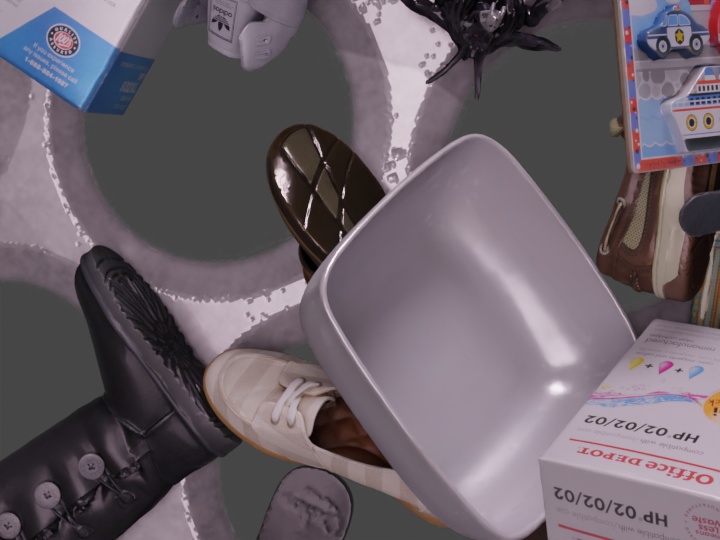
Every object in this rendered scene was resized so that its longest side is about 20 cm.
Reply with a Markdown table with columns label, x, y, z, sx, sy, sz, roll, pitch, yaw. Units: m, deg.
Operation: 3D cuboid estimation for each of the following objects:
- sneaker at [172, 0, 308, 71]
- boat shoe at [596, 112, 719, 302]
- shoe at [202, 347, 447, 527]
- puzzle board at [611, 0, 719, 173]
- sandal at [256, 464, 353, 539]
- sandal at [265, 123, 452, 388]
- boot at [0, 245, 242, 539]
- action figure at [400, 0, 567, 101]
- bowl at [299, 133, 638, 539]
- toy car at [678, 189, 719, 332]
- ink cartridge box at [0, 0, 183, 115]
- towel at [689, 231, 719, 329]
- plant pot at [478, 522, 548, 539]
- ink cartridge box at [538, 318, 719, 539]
| label | x | y | z | sx | sy | sz | roll | pitch | yaw |
| --- | --- | --- | --- | --- | --- | --- | --- | --- | --- |
| sneaker | -0.076 | -0.184 | 0.802 | 0.075 | 0.199 | 0.116 | 32 | 105 | 20 |
| boat shoe | 0.187 | -0.088 | 0.830 | 0.074 | 0.074 | 0.206 | 12 | 88 | 29 |
| shoe | -0.007 | 0.098 | 0.869 | 0.198 | 0.054 | 0.071 | 25 | 61 | 1 |
| puzzle board | 0.223 | -0.141 | 0.783 | 0.198 | 0.017 | 0.153 | -9 | 94 | -33 |
| sandal | -0.061 | 0.227 | 0.903 | 0.074 | 0.045 | 0.203 | 19 | 97 | 7 |
| sandal | 0.000 | 0.000 | 0.873 | 0.054 | 0.082 | 0.201 | -30 | 101 | 44 |
| boot | -0.200 | 0.106 | 0.911 | 0.199 | 0.066 | 0.166 | -37 | 87 | 14 |
| action figure | 0.089 | -0.206 | 0.821 | 0.117 | 0.102 | 0.203 | 16 | 95 | -5 |
| bowl | 0.062 | 0.044 | 0.813 | 0.201 | 0.200 | 0.074 | 52 | 141 | -6 |
| toy car | 0.287 | -0.019 | 0.766 | 0.197 | 0.158 | 0.166 | -16 | 103 | 15 |
| ink cartridge box | -0.171 | -0.223 | 0.866 | 0.144 | 0.084 | 0.202 | 33 | 99 | 6 |
| towel | 0.277 | 0.048 | 0.851 | 0.144 | 0.022 | 0.204 | 8 | 95 | 7 |
| plant pot | 0.149 | 0.215 | 0.794 | 0.197 | 0.175 | 0.204 | 3 | 101 | 15 |
| ink cartridge box | 0.174 | 0.109 | 0.733 | 0.114 | 0.200 | 0.069 | 8 | 121 | 34 |
